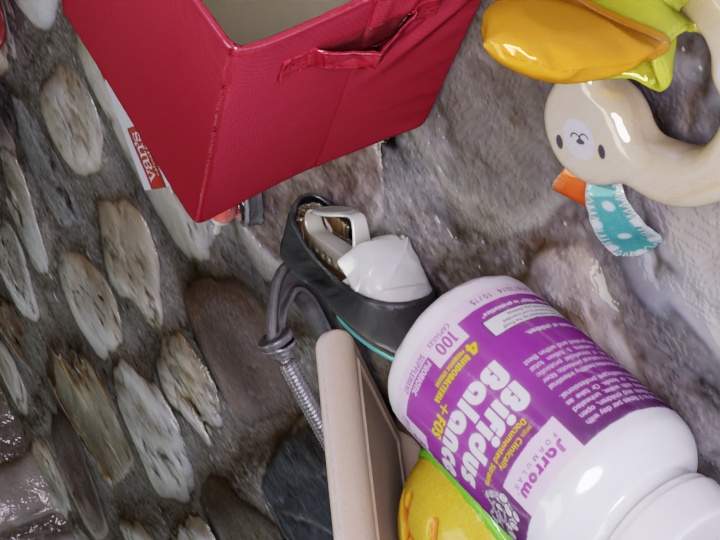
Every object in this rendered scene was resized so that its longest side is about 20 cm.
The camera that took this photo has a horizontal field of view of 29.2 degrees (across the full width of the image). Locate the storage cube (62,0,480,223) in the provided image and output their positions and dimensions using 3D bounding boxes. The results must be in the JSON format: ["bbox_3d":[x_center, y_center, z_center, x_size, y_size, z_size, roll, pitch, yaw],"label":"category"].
[{"bbox_3d":[-0.053,-0.162,0.773,0.200,0.171,0.180,57,156,16],"label":"storage cube"}]

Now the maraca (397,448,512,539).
[{"bbox_3d":[0.080,0.179,0.925,0.137,0.107,0.200,57,170,13],"label":"maraca"}]

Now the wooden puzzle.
[{"bbox_3d":[0.011,0.163,0.956,0.200,0.037,0.185,58,-159,-55],"label":"wooden puzzle"}]

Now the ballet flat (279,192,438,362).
[{"bbox_3d":[0.000,0.000,0.960,0.200,0.068,0.069,36,131,47],"label":"ballet flat"}]

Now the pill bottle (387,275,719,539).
[{"bbox_3d":[0.113,0.099,0.765,0.200,0.112,0.112,43,149,39],"label":"pill bottle"}]

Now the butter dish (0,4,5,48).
[{"bbox_3d":[-0.468,-0.290,1.531,0.148,0.199,0.200,4,120,36],"label":"butter dish"}]

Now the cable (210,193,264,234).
[{"bbox_3d":[-0.107,-0.101,1.091,0.097,0.050,0.200,57,155,22],"label":"cable"}]

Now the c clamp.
[{"bbox_3d":[-0.026,0.096,1.030,0.027,0.171,0.200,-18,106,22],"label":"c clamp"}]

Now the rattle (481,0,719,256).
[{"bbox_3d":[0.097,-0.052,0.624,0.130,0.143,0.200,43,148,3],"label":"rattle"}]

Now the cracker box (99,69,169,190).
[{"bbox_3d":[-0.111,-0.136,1.008,0.200,0.058,0.134,-4,110,52],"label":"cracker box"}]
